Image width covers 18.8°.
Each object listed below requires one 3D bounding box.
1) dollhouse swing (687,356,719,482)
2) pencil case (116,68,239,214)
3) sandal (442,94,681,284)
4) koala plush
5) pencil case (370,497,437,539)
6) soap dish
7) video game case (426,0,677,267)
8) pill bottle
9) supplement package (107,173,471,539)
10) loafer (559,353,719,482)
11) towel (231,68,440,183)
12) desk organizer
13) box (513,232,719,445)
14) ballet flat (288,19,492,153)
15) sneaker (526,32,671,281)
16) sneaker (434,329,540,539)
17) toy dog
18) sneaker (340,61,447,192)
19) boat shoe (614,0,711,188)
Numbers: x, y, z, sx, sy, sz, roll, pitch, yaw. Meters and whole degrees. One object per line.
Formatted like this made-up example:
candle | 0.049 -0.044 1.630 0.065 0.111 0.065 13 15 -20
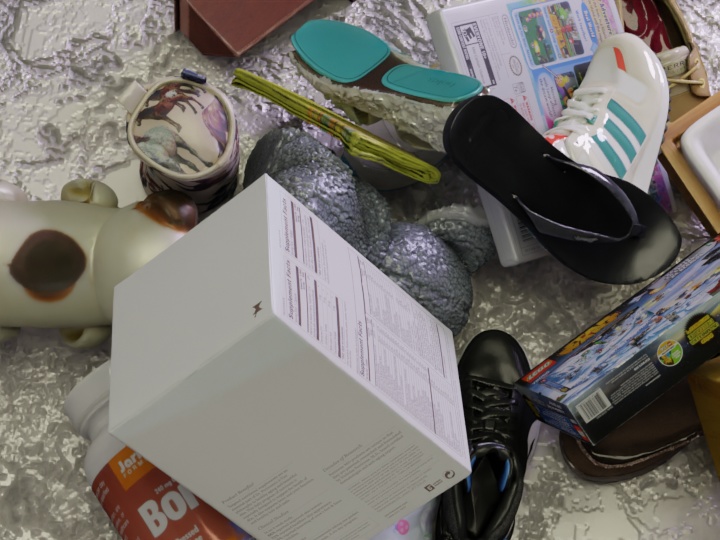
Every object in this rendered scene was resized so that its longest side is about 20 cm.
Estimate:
dollhouse swing | 0.353 0.142 1.556 0.176 0.182 0.200 -18 93 -4
pencil case | -0.134 -0.094 1.643 0.078 0.200 0.089 -42 87 -7
sandal | 0.145 -0.051 1.557 0.200 0.043 0.076 31 84 -16
koala plush | 0.000 0.000 1.631 0.200 0.184 0.178 26 79 -13
pencil case | 0.006 0.245 1.561 0.083 0.091 0.200 -4 68 24
soap dish | 0.336 -0.059 1.684 0.157 0.081 0.200 -34 90 -15
video game case | 0.150 -0.119 1.679 0.182 0.024 0.200 -17 90 -38
pill bottle | -0.130 0.158 1.580 0.112 0.112 0.200 -31 73 -14
supplement package | -0.049 0.074 1.491 0.152 0.200 0.151 -35 34 23
loafer | 0.241 0.094 1.645 0.200 0.071 0.073 -25 71 -12
towel | -0.022 -0.110 1.658 0.086 0.200 0.018 23 96 -36
desk organizer | -0.051 -0.242 1.769 0.200 0.072 0.077 -39 77 -16
box | 0.216 0.045 1.562 0.200 0.137 0.040 -35 100 -7
ballet flat | 0.019 -0.129 1.634 0.072 0.072 0.200 -45 46 -18
sneaker | 0.171 -0.098 1.629 0.093 0.070 0.200 25 68 -36
sneaker | 0.100 0.124 1.605 0.073 0.112 0.200 8 68 0
toy dog | -0.208 -0.012 1.599 0.200 0.194 0.140 3 80 3
sneaker | 0.070 -0.136 1.726 0.200 0.081 0.077 -33 75 -13
boat shoe | 0.240 -0.159 1.750 0.074 0.066 0.200 -20 72 -12
